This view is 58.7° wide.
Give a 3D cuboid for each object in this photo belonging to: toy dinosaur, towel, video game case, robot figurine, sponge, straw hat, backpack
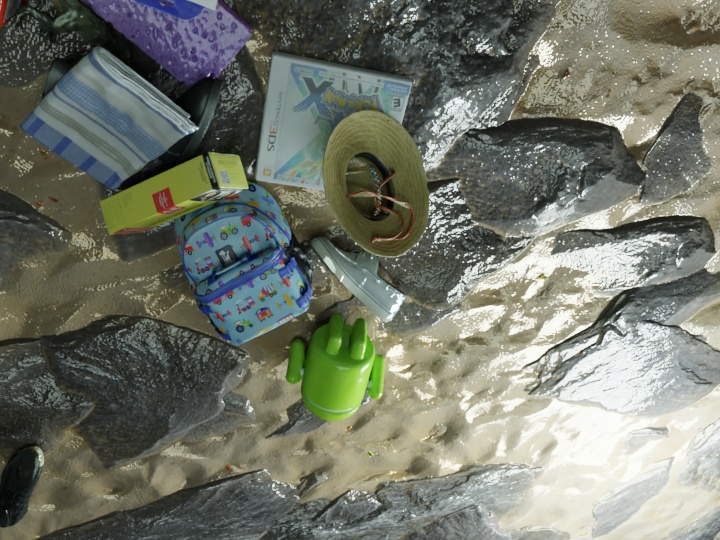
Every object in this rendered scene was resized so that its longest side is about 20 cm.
[{"bbox_3d":[-0.351,-0.295,0.753,0.086,0.049,0.200,-11,161,9],"label":"toy dinosaur"},{"bbox_3d":[-0.315,-0.179,0.795,0.198,0.024,0.146,-22,136,35],"label":"towel"},{"bbox_3d":[-0.042,-0.200,0.911,0.195,0.022,0.185,6,123,-14],"label":"video game case"},{"bbox_3d":[-0.041,0.175,1.108,0.171,0.117,0.203,9,123,-8],"label":"robot figurine"},{"bbox_3d":[-0.244,-0.323,0.789,0.199,0.030,0.111,36,112,-29],"label":"sponge"},{"bbox_3d":[0.003,-0.114,0.907,0.200,0.204,0.084,36,156,-29],"label":"straw hat"},{"bbox_3d":[-0.178,-0.019,0.945,0.179,0.135,0.202,-22,122,5],"label":"backpack"}]

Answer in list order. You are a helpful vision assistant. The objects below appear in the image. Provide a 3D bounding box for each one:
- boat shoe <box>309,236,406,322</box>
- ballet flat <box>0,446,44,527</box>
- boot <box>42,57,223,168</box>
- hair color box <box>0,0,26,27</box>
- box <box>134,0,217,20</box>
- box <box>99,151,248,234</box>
[{"bbox_3d":[0.001,0.001,1.036,0.072,0.070,0.201,-47,119,-1],"label":"boat shoe"},{"bbox_3d":[-0.646,0.404,1.215,0.066,0.057,0.202,33,111,3],"label":"ballet flat"},{"bbox_3d":[-0.292,-0.219,0.814,0.197,0.067,0.165,24,134,-21],"label":"boot"},{"bbox_3d":[-0.475,-0.343,0.687,0.196,0.112,0.065,19,119,-21],"label":"hair color box"},{"bbox_3d":[-0.201,-0.392,0.717,0.117,0.042,0.204,12,109,-23],"label":"box"},{"bbox_3d":[-0.255,-0.103,0.872,0.196,0.075,0.051,-17,89,22],"label":"box"}]
